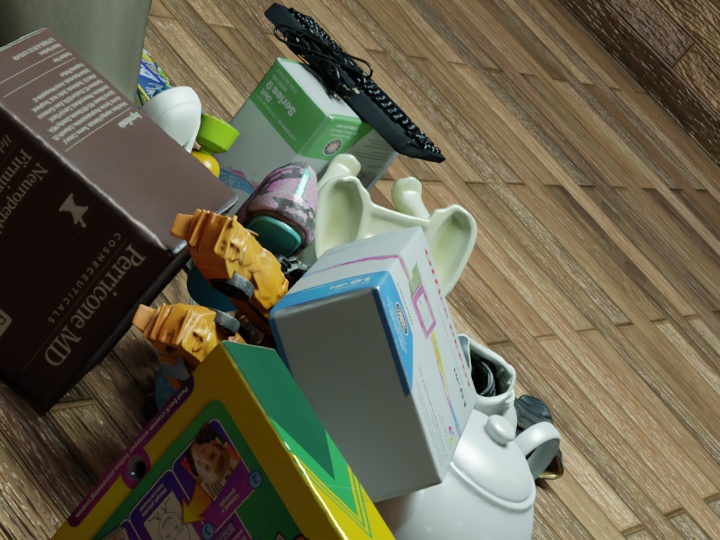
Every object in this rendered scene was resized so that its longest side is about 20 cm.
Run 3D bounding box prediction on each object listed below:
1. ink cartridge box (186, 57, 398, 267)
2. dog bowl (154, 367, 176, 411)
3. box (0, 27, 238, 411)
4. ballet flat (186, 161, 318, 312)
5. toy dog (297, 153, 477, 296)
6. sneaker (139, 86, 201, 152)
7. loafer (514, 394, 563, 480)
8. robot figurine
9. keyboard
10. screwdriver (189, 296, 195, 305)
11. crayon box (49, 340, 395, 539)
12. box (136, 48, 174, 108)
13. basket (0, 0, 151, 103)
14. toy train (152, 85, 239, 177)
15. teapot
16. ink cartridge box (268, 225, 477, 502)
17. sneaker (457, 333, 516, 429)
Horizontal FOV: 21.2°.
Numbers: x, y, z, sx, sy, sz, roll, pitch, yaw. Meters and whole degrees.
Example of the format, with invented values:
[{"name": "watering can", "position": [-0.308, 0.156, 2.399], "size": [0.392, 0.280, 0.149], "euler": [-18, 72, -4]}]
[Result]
[{"name": "ink cartridge box", "position": [-0.069, -0.082, 1.719], "size": [0.088, 0.200, 0.145], "euler": [47, 23, 24]}, {"name": "dog bowl", "position": [-0.095, 0.095, 1.503], "size": [0.112, 0.049, 0.200], "euler": [63, 22, 1]}, {"name": "box", "position": [-0.231, -0.042, 1.406], "size": [0.200, 0.166, 0.164], "euler": [41, 22, -1]}, {"name": "ballet flat", "position": [-0.074, -0.028, 1.461], "size": [0.069, 0.200, 0.071], "euler": [32, 61, -8]}, {"name": "toy dog", "position": [0.000, 0.000, 1.650], "size": [0.139, 0.195, 0.200], "euler": [6, 5, -15]}, {"name": "sneaker", "position": [-0.158, -0.056, 1.519], "size": [0.073, 0.200, 0.085], "euler": [-20, 62, -40]}, {"name": "loafer", "position": [0.131, 0.154, 1.786], "size": [0.200, 0.073, 0.072], "euler": [10, 42, -52]}, {"name": "robot figurine", "position": [-0.088, 0.040, 1.360], "size": [0.058, 0.146, 0.200], "euler": [15, -18, 22]}, {"name": "keyboard", "position": [-0.002, -0.174, 1.680], "size": [0.200, 0.040, 0.104], "euler": [46, 21, 23]}, {"name": "screwdriver", "position": [-0.140, 0.037, 1.597], "size": [0.028, 0.029, 0.200], "euler": [4, 30, -5]}, {"name": "crayon box", "position": [-0.089, 0.175, 1.185], "size": [0.058, 0.200, 0.173], "euler": [13, 35, -51]}, {"name": "box", "position": [-0.236, -0.184, 1.802], "size": [0.064, 0.070, 0.200], "euler": [9, 38, -56]}, {"name": "basket", "position": [-0.258, -0.168, 1.640], "size": [0.201, 0.179, 0.136], "euler": [-104, -177, -45]}, {"name": "toy train", "position": [-0.138, -0.080, 1.619], "size": [0.200, 0.116, 0.085], "euler": [26, -5, 46]}, {"name": "teapot", "position": [0.073, 0.172, 1.547], "size": [0.197, 0.146, 0.200], "euler": [35, 21, -18]}, {"name": "ink cartridge box", "position": [0.014, 0.063, 1.357], "size": [0.200, 0.084, 0.145], "euler": [-54, 127, -74]}, {"name": "sneaker", "position": [0.102, 0.108, 1.648], "size": [0.200, 0.070, 0.073], "euler": [34, 51, -58]}]
